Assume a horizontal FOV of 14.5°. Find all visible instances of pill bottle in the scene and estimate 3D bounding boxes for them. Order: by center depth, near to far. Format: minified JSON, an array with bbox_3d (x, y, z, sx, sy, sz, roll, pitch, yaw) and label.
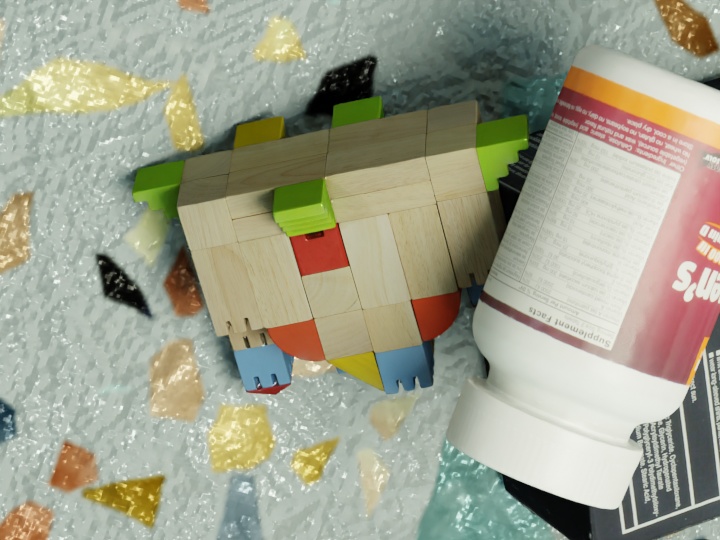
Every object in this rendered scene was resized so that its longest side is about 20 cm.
[{"bbox_3d":[0.118,0.003,1.343,0.109,0.109,0.201,18,96,-29],"label":"pill bottle"}]

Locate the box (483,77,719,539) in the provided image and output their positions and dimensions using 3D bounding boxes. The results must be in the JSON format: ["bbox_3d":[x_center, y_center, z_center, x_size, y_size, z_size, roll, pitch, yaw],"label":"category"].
[{"bbox_3d":[0.172,0.019,1.500,0.197,0.123,0.201,-16,111,-18],"label":"box"}]

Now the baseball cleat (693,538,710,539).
[{"bbox_3d":[0.159,0.205,1.554,0.069,0.107,0.201,-17,133,-22],"label":"baseball cleat"}]

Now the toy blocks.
[{"bbox_3d":[0.000,0.000,1.412,0.199,0.100,0.137,-11,119,9],"label":"toy blocks"}]
